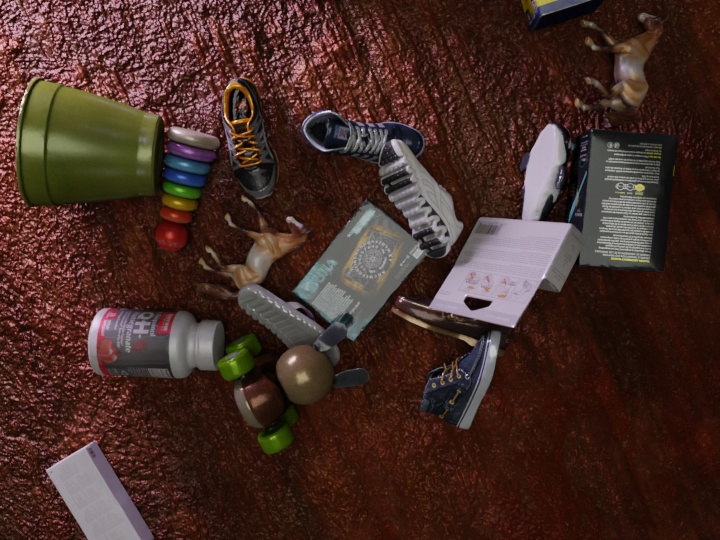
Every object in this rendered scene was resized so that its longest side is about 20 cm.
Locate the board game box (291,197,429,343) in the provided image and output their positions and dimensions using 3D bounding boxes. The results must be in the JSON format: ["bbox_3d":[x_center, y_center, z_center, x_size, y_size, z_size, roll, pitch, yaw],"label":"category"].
[{"bbox_3d":[0.000,0.000,1.290,0.135,0.028,0.200,40,96,1],"label":"board game box"}]

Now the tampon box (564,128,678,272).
[{"bbox_3d":[0.389,-0.104,1.194,0.126,0.150,0.200,5,95,4],"label":"tampon box"}]

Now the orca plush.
[{"bbox_3d":[0.307,-0.128,1.240,0.071,0.105,0.200,2,92,-27],"label":"orca plush"}]

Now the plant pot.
[{"bbox_3d":[-0.412,-0.189,1.236,0.193,0.200,0.201,6,95,-8],"label":"plant pot"}]

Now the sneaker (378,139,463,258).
[{"bbox_3d":[0.096,-0.121,1.241,0.081,0.075,0.200,-40,109,-34],"label":"sneaker"}]

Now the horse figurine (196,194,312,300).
[{"bbox_3d":[-0.184,-0.025,1.290,0.132,0.050,0.200,36,96,1],"label":"horse figurine"}]

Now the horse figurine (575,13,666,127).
[{"bbox_3d":[0.400,-0.305,1.211,0.132,0.050,0.200,7,81,-16],"label":"horse figurine"}]

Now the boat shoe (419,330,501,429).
[{"bbox_3d":[0.155,0.167,1.240,0.091,0.071,0.200,18,125,5],"label":"boat shoe"}]

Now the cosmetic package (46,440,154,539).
[{"bbox_3d":[-0.442,0.400,1.340,0.082,0.051,0.200,-30,91,4],"label":"cosmetic package"}]

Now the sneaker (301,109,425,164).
[{"bbox_3d":[0.002,-0.208,1.234,0.200,0.109,0.070,8,95,3],"label":"sneaker"}]

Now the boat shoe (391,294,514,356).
[{"bbox_3d":[0.152,0.072,1.266,0.200,0.070,0.070,19,102,-6],"label":"boat shoe"}]

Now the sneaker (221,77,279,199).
[{"bbox_3d":[-0.185,-0.213,1.264,0.078,0.077,0.200,-14,95,3],"label":"sneaker"}]

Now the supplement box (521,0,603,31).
[{"bbox_3d":[0.289,-0.486,1.193,0.109,0.109,0.200,-16,93,5],"label":"supplement box"}]

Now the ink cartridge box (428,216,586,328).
[{"bbox_3d":[0.215,0.006,1.175,0.045,0.200,0.176,38,76,-30],"label":"ink cartridge box"}]

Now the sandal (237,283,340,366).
[{"bbox_3d":[-0.108,0.082,1.290,0.203,0.050,0.082,41,132,-12],"label":"sandal"}]

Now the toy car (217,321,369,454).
[{"bbox_3d":[-0.095,0.163,1.245,0.200,0.158,0.164,-25,101,5],"label":"toy car"}]

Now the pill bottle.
[{"bbox_3d":[-0.328,0.119,1.281,0.200,0.111,0.111,1,94,4],"label":"pill bottle"}]

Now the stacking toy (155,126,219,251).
[{"bbox_3d":[-0.291,-0.128,1.278,0.085,0.085,0.200,15,99,3],"label":"stacking toy"}]
